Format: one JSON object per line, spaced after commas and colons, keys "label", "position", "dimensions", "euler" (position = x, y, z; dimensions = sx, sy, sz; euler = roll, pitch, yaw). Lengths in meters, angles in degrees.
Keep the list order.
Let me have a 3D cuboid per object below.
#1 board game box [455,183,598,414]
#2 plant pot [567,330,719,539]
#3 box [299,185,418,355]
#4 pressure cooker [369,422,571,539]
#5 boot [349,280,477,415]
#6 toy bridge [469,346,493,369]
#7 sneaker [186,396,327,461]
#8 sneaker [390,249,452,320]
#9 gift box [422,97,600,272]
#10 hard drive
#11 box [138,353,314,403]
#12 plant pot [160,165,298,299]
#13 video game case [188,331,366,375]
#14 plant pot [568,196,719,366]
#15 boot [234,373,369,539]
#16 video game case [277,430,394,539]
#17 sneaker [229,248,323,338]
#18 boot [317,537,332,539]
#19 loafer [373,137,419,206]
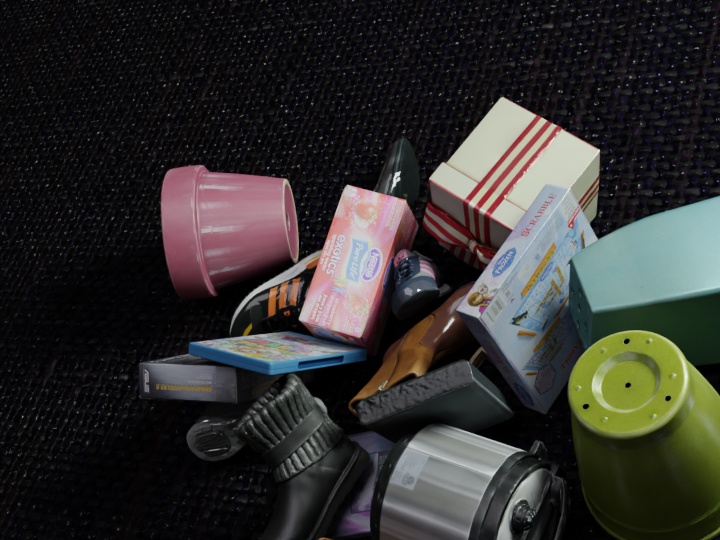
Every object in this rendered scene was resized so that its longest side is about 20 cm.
{"label": "board game box", "position": [0.225, 0.036, 1.448], "dimensions": [0.041, 0.200, 0.201], "euler": [18, 63, 47]}
{"label": "plant pot", "position": [0.312, 0.170, 1.294], "dimensions": [0.198, 0.193, 0.202], "euler": [-15, 48, 18]}
{"label": "box", "position": [0.000, 0.000, 1.631], "dimensions": [0.094, 0.103, 0.202], "euler": [15, 76, 18]}
{"label": "pressure cooker", "position": [0.130, 0.275, 1.318], "dimensions": [0.198, 0.178, 0.178], "euler": [13, 102, 33]}
{"label": "boot", "position": [0.085, 0.092, 1.476], "dimensions": [0.187, 0.069, 0.200], "euler": [-28, 4, 23]}
{"label": "toy bridge", "position": [0.182, 0.115, 1.531], "dimensions": [0.200, 0.027, 0.067], "euler": [-46, 45, -9]}
{"label": "sneaker", "position": [-0.139, 0.190, 1.623], "dimensions": [0.197, 0.079, 0.100], "euler": [-10, 34, 13]}
{"label": "sneaker", "position": [0.063, 0.013, 1.561], "dimensions": [0.070, 0.200, 0.083], "euler": [-35, 83, 9]}
{"label": "gift box", "position": [0.205, -0.074, 1.571], "dimensions": [0.184, 0.201, 0.187], "euler": [31, 69, 29]}
{"label": "hard drive", "position": [0.091, 0.162, 1.394], "dimensions": [0.138, 0.200, 0.033], "euler": [-23, 66, 13]}
{"label": "box", "position": [-0.177, 0.138, 1.610], "dimensions": [0.157, 0.199, 0.049], "euler": [0, 94, 27]}
{"label": "plant pot", "position": [-0.190, -0.064, 1.790], "dimensions": [0.176, 0.201, 0.202], "euler": [-6, 50, 6]}
{"label": "video game case", "position": [-0.105, 0.106, 1.554], "dimensions": [0.142, 0.199, 0.018], "euler": [10, 97, 36]}
{"label": "plant pot", "position": [0.349, 0.025, 1.387], "dimensions": [0.197, 0.142, 0.142], "euler": [-10, 47, -3]}
{"label": "boot", "position": [-0.099, 0.250, 1.458], "dimensions": [0.079, 0.158, 0.212], "euler": [-10, 41, 57]}
{"label": "video game case", "position": [-0.015, 0.275, 1.521], "dimensions": [0.198, 0.019, 0.144], "euler": [-13, 49, 19]}
{"label": "sneaker", "position": [-0.098, 0.054, 1.711], "dimensions": [0.199, 0.070, 0.090], "euler": [-37, 42, -5]}
{"label": "boot", "position": [-0.006, 0.356, 1.319], "dimensions": [0.187, 0.201, 0.069], "euler": [20, 65, 39]}
{"label": "loafer", "position": [0.041, -0.112, 1.770], "dimensions": [0.072, 0.073, 0.202], "euler": [-11, 49, 28]}
